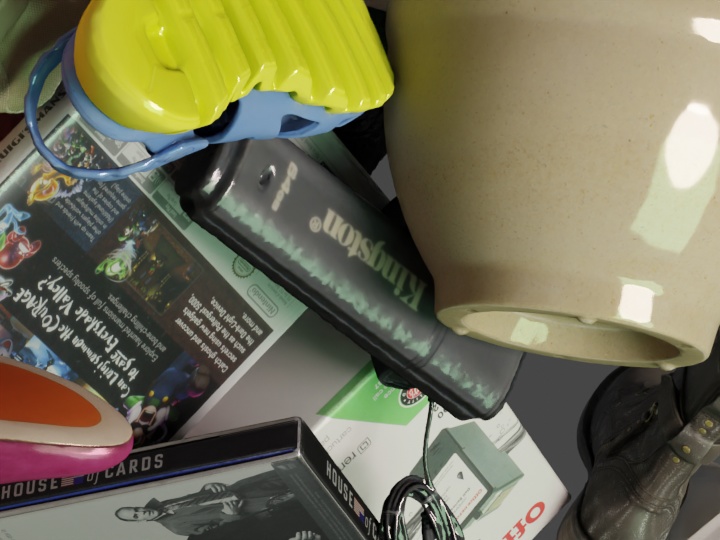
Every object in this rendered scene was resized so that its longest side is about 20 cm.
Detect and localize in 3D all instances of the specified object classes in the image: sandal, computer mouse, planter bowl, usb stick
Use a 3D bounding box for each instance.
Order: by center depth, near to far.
[{"bbox_3d":[-0.064,-0.080,1.162,0.087,0.080,0.200,-31,167,35],"label":"sandal"},{"bbox_3d":[0.099,-0.034,1.239,0.200,0.200,0.135,23,73,-50],"label":"planter bowl"},{"bbox_3d":[0.000,0.000,1.265,0.200,0.033,0.056,37,74,-34],"label":"usb stick"},{"bbox_3d":[0.026,0.061,1.334,0.058,0.034,0.201,-5,98,-37],"label":"computer mouse"}]

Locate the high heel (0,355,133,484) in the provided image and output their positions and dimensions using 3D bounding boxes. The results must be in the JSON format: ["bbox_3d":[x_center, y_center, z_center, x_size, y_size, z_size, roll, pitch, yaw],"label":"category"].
[{"bbox_3d":[-0.194,0.084,1.200,0.067,0.199,0.097,-71,169,-62],"label":"high heel"}]

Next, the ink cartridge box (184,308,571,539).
[{"bbox_3d":[0.003,0.096,1.441,0.146,0.084,0.200,-45,140,-6],"label":"ink cartridge box"}]

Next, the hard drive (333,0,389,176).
[{"bbox_3d":[-0.056,-0.055,1.302,0.200,0.038,0.140,-54,141,7],"label":"hard drive"}]

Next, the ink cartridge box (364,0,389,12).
[{"bbox_3d":[0.034,-0.203,1.213,0.115,0.068,0.201,10,102,-47],"label":"ink cartridge box"}]

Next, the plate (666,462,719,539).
[{"bbox_3d":[0.146,0.162,1.584,0.199,0.200,0.032,-38,100,-14],"label":"plate"}]

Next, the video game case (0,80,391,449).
[{"bbox_3d":[-0.090,-0.014,1.258,0.182,0.023,0.200,-46,142,-4],"label":"video game case"}]

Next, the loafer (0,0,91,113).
[{"bbox_3d":[-0.111,-0.142,1.157,0.200,0.076,0.068,-47,143,12],"label":"loafer"}]

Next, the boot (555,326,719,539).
[{"bbox_3d":[0.176,0.063,1.495,0.174,0.069,0.200,-59,-175,33],"label":"boot"}]

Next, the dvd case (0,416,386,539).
[{"bbox_3d":[-0.092,0.131,1.336,0.199,0.025,0.150,-12,143,17],"label":"dvd case"}]
